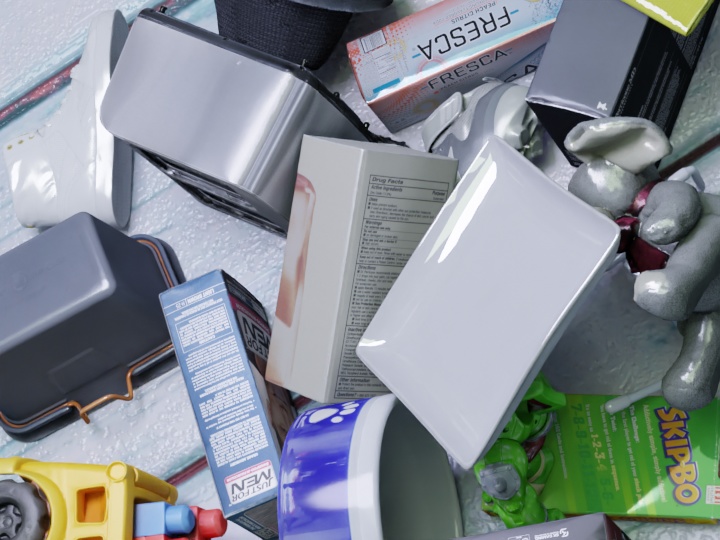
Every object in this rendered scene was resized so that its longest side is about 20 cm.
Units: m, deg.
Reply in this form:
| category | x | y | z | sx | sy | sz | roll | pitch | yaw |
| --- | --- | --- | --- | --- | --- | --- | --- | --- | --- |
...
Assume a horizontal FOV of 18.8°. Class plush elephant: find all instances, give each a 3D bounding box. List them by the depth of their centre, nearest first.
| category | x | y | z | sx | sy | sz | roll | pitch | yaw |
| --- | --- | --- | --- | --- | --- | --- | --- | --- | --- |
| plush elephant | 0.206 | -0.028 | 1.587 | 0.155 | 0.165 | 0.200 | 18 | 70 | 27 |

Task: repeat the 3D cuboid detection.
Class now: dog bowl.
| category | x | y | z | sx | sy | sz | roll | pitch | yaw |
| --- | --- | --- | --- | --- | --- | --- | --- | --- | --- |
| dog bowl | 0.011 | 0.195 | 1.628 | 0.079 | 0.200 | 0.200 | -10 | 69 | 18 |

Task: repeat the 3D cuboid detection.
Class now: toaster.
| category | x | y | z | sx | sy | sz | roll | pitch | yaw |
| --- | --- | --- | --- | --- | --- | --- | --- | --- | --- |
| toaster | -0.091 | -0.113 | 1.787 | 0.200 | 0.181 | 0.119 | 23 | 83 | 26 |

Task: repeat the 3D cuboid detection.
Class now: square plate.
| category | x | y | z | sx | sy | sz | roll | pitch | yaw |
| --- | --- | --- | --- | --- | --- | --- | --- | --- | --- |
| square plate | 0.094 | 0.021 | 1.575 | 0.200 | 0.028 | 0.198 | -58 | 33 | 8 |

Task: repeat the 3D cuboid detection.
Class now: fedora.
| category | x | y | z | sx | sy | sz | roll | pitch | yaw |
| --- | --- | --- | --- | --- | --- | --- | --- | --- | --- |
| fedora | -0.070 | -0.227 | 1.843 | 0.200 | 0.201 | 0.092 | 26 | 111 | 25 |

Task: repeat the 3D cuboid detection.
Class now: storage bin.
| category | x | y | z | sx | sy | sz | roll | pitch | yaw |
| --- | --- | --- | --- | --- | --- | --- | --- | --- | --- |
| storage bin | -0.253 | 0.046 | 1.811 | 0.200 | 0.134 | 0.146 | -28 | 65 | 9 |

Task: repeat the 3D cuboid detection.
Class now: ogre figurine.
| category | x | y | z | sx | sy | sz | roll | pitch | yaw |
| --- | --- | --- | --- | --- | --- | --- | --- | --- | --- |
| ogre figurine | 0.111 | 0.108 | 1.641 | 0.098 | 0.120 | 0.200 | 7 | 73 | 22 |

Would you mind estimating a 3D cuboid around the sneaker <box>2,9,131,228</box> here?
| category | x | y | z | sx | sy | sz | roll | pitch | yaw |
| --- | --- | --- | --- | --- | --- | --- | --- | --- | --- |
| sneaker | -0.260 | -0.133 | 1.911 | 0.115 | 0.074 | 0.200 | -3 | 72 | 15 |

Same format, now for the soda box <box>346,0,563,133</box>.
| category | x | y | z | sx | sy | sz | roll | pitch | yaw |
| --- | --- | --- | --- | --- | --- | --- | --- | --- | --- |
| soda box | 0.094 | -0.189 | 1.807 | 0.200 | 0.068 | 0.064 | -23 | 66 | 11 |

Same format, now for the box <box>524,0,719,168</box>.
| category | x | y | z | sx | sy | sz | roll | pitch | yaw |
| --- | --- | --- | --- | --- | --- | --- | --- | --- | --- |
| box | 0.215 | -0.189 | 1.725 | 0.079 | 0.141 | 0.200 | 17 | 77 | 23 |

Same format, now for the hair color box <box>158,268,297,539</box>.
| category | x | y | z | sx | sy | sz | roll | pitch | yaw |
| --- | --- | --- | --- | --- | --- | --- | --- | --- | --- |
| hair color box | -0.094 | 0.109 | 1.751 | 0.060 | 0.100 | 0.200 | -23 | 66 | 11 |

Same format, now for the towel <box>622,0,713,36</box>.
| category | x | y | z | sx | sy | sz | roll | pitch | yaw |
| --- | --- | --- | --- | --- | --- | --- | --- | --- | --- |
| towel | 0.195 | -0.257 | 1.671 | 0.200 | 0.018 | 0.086 | 35 | 92 | 28 |

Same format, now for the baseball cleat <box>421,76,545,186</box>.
| category | x | y | z | sx | sy | sz | roll | pitch | yaw |
| --- | --- | --- | --- | --- | --- | --- | --- | --- | --- |
| baseball cleat | 0.081 | -0.064 | 1.780 | 0.106 | 0.070 | 0.200 | 22 | 77 | 41 |

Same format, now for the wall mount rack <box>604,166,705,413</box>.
| category | x | y | z | sx | sy | sz | roll | pitch | yaw |
| --- | --- | --- | --- | --- | --- | --- | --- | --- | --- |
| wall mount rack | 0.230 | 0.019 | 1.683 | 0.174 | 0.075 | 0.200 | -40 | 63 | 4 |

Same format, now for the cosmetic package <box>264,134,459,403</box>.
| category | x | y | z | sx | sy | sz | roll | pitch | yaw |
| --- | --- | --- | --- | --- | --- | --- | --- | --- | --- |
| cosmetic package | 0.000 | 0.000 | 1.709 | 0.087 | 0.103 | 0.200 | 18 | 100 | 51 |

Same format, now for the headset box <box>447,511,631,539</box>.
| category | x | y | z | sx | sy | sz | roll | pitch | yaw |
| --- | --- | --- | --- | --- | --- | --- | --- | --- | --- |
| headset box | 0.128 | 0.237 | 1.572 | 0.149 | 0.200 | 0.075 | -13 | 68 | 16 |

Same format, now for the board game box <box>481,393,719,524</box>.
| category | x | y | z | sx | sy | sz | roll | pitch | yaw |
| --- | --- | --- | --- | --- | --- | --- | --- | --- | --- |
| board game box | 0.195 | 0.144 | 1.678 | 0.200 | 0.030 | 0.096 | -1 | 72 | 22 |

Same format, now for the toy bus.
| category | x | y | z | sx | sy | sz | roll | pitch | yaw |
| --- | --- | --- | --- | --- | --- | --- | --- | --- | --- |
| toy bus | -0.200 | 0.247 | 1.720 | 0.192 | 0.136 | 0.200 | -5 | 71 | 18 |
